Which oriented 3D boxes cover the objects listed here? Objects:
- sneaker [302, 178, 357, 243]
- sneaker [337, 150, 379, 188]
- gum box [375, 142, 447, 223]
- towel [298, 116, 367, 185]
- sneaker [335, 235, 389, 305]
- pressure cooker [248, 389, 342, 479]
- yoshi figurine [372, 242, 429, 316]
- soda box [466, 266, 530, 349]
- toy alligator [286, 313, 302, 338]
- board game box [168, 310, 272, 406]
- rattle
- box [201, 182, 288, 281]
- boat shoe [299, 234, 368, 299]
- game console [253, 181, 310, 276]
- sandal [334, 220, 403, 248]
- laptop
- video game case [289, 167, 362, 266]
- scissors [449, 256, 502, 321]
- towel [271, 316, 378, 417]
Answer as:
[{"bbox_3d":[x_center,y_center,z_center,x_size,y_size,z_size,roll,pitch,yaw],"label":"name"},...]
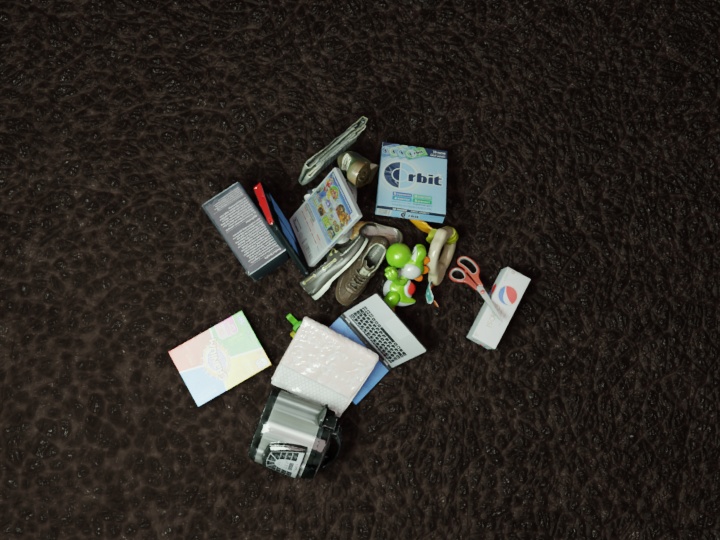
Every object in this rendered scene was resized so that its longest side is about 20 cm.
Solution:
[{"bbox_3d":[-0.084,-0.146,1.608,0.129,0.080,0.200,0,57,11],"label":"sneaker"},{"bbox_3d":[-0.021,-0.251,1.596,0.090,0.200,0.067,28,105,8],"label":"sneaker"},{"bbox_3d":[0.129,-0.221,1.636,0.169,0.045,0.200,7,60,-3],"label":"gum box"},{"bbox_3d":[-0.066,-0.283,1.588,0.192,0.200,0.035,-40,93,-8],"label":"towel"},{"bbox_3d":[0.000,0.000,1.597,0.070,0.076,0.200,32,99,-3],"label":"sneaker"},{"bbox_3d":[-0.140,0.381,1.508,0.200,0.176,0.179,20,80,-2],"label":"pressure cooker"},{"bbox_3d":[0.080,0.014,1.578,0.112,0.112,0.200,43,112,40],"label":"yoshi figurine"},{"bbox_3d":[0.344,0.094,1.635,0.068,0.064,0.200,29,81,0],"label":"soda box"},{"bbox_3d":[-0.110,0.180,1.597,0.059,0.054,0.200,-42,87,-7],"label":"toy alligator"},{"bbox_3d":[-0.337,0.212,1.584,0.200,0.040,0.153,-30,85,-7],"label":"board game box"},{"bbox_3d":[0.156,-0.024,1.637,0.143,0.130,0.200,17,108,9],"label":"rattle"},{"bbox_3d":[-0.272,-0.089,1.573,0.107,0.148,0.200,-34,86,-7],"label":"box"},{"bbox_3d":[-0.065,-0.018,1.595,0.061,0.072,0.201,42,100,-8],"label":"boat shoe"},{"bbox_3d":[-0.182,-0.099,1.537,0.031,0.200,0.177,-30,45,0],"label":"game console"},{"bbox_3d":[0.011,-0.087,1.640,0.199,0.055,0.082,8,82,-3],"label":"sandal"},{"bbox_3d":[0.014,0.189,1.555,0.187,0.200,0.116,48,41,-10],"label":"laptop"},{"bbox_3d":[-0.086,-0.124,1.543,0.018,0.200,0.143,2,54,-45],"label":"video game case"},{"bbox_3d":[0.301,0.040,1.620,0.073,0.014,0.200,-44,58,-4],"label":"scissors"},{"bbox_3d":[-0.087,0.232,1.550,0.200,0.032,0.191,29,104,-6],"label":"towel"}]
